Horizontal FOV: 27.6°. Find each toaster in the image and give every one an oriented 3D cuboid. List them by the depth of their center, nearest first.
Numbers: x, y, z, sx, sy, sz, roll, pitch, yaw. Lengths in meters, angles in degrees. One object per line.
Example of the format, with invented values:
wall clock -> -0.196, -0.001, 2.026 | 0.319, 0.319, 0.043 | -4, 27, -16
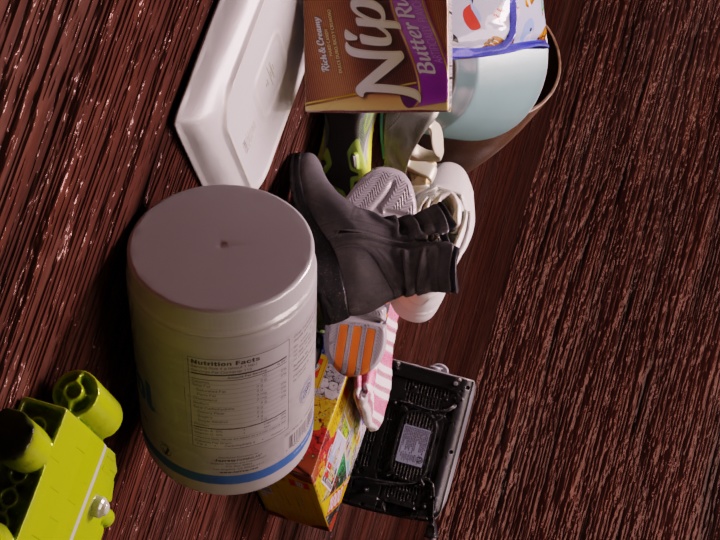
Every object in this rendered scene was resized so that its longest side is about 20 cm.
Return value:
toaster -> 0.030, 0.195, 1.700 | 0.119, 0.181, 0.200 | 27, 77, -80

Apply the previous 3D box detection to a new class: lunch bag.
lunch bag -> 0.083, -0.266, 1.268 | 0.200, 0.124, 0.170 | -17, 104, -58

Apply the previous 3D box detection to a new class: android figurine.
android figurine -> -0.198, 0.156, 0.917 | 0.200, 0.041, 0.182 | 73, 33, -66

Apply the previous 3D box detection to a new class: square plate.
square plate -> -0.080, -0.152, 1.128 | 0.200, 0.028, 0.198 | 74, 32, -68

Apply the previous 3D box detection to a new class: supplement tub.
supplement tub -> -0.097, 0.053, 1.043 | 0.132, 0.132, 0.200 | -64, 163, -44

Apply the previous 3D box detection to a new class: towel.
towel -> 0.024, 0.059, 1.534 | 0.146, 0.030, 0.200 | 69, 28, -71

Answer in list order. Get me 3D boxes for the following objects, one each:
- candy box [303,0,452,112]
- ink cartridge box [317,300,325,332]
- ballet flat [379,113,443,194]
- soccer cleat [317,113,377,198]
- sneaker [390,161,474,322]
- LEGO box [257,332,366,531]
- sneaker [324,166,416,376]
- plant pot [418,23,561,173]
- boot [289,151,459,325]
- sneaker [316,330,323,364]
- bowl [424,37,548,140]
candy box -> 0.014, -0.225, 1.158 | 0.056, 0.117, 0.200 | -46, 137, -80
ink cartridge box -> -0.021, 0.006, 1.562 | 0.200, 0.048, 0.146 | 84, 23, -54
ballet flat -> 0.048, -0.108, 1.446 | 0.200, 0.064, 0.067 | 95, 11, -62
soccer cleat -> -0.006, -0.129, 1.404 | 0.084, 0.065, 0.200 | -43, 145, -50
sneaker -> 0.088, -0.055, 1.489 | 0.116, 0.074, 0.200 | 112, -5, -53
LEGO box -> -0.052, 0.169, 1.533 | 0.200, 0.077, 0.149 | 79, 28, -65
sneaker -> 0.000, 0.000, 1.402 | 0.112, 0.078, 0.200 | -173, -82, -86
plant pot -> 0.109, -0.194, 1.679 | 0.200, 0.187, 0.187 | 114, -2, -58
boot -> 0.013, -0.038, 1.296 | 0.070, 0.132, 0.200 | 79, -5, -51
sneaker -> -0.071, 0.044, 1.306 | 0.109, 0.070, 0.200 | -54, 160, -56
bowl -> 0.076, -0.215, 1.465 | 0.105, 0.201, 0.201 | -28, 135, -48
